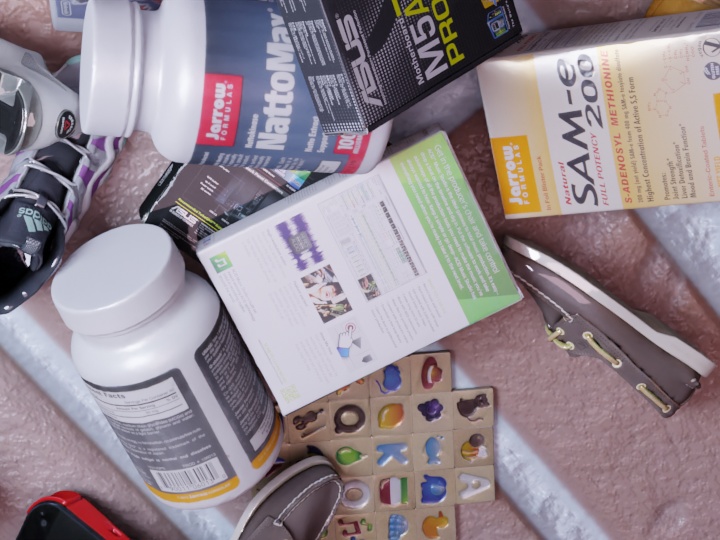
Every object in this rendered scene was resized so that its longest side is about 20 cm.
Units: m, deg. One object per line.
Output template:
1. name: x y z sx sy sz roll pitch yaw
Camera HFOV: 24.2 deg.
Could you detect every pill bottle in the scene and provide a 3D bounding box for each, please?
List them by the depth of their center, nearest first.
1. pill bottle: -0.085 -0.129 1.128 0.199 0.120 0.120 2 108 -14
2. pill bottle: -0.142 0.071 1.232 0.116 0.117 0.200 -22 125 2

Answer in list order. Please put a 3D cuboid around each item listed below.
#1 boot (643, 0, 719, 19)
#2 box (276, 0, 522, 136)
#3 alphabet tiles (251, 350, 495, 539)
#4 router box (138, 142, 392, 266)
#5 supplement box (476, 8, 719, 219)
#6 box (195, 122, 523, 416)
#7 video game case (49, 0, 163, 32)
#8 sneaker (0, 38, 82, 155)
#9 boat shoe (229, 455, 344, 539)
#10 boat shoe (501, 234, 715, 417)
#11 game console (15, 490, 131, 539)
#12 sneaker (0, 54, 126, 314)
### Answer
1. boot: 0.299 -0.146 1.259 0.201 0.071 0.144 27 109 -8
2. box: 0.012 -0.207 1.054 0.160 0.044 0.201 -34 113 -36
3. alphabet tiles: 0.010 0.148 1.352 0.199 0.006 0.167 -4 108 -4
4. router box: -0.043 -0.048 1.255 0.200 0.062 0.150 35 101 -14
5. supplement box: 0.195 -0.113 1.211 0.199 0.074 0.127 -5 110 24
6. box: 0.000 0.000 1.224 0.199 0.036 0.145 -25 108 4
7. video game case: -0.123 -0.203 1.139 0.181 0.200 0.023 3 74 -6
8. sneaker: -0.271 -0.134 1.181 0.200 0.088 0.074 33 115 29
9. boat shoe: -0.077 0.233 1.304 0.200 0.059 0.072 -47 131 -13
10. boat shoe: 0.181 0.043 1.297 0.200 0.072 0.060 32 98 -18
11. game console: -0.224 0.293 1.311 0.177 0.031 0.201 33 106 25
12. sneaker: -0.224 -0.051 1.196 0.077 0.140 0.201 22 105 -11
